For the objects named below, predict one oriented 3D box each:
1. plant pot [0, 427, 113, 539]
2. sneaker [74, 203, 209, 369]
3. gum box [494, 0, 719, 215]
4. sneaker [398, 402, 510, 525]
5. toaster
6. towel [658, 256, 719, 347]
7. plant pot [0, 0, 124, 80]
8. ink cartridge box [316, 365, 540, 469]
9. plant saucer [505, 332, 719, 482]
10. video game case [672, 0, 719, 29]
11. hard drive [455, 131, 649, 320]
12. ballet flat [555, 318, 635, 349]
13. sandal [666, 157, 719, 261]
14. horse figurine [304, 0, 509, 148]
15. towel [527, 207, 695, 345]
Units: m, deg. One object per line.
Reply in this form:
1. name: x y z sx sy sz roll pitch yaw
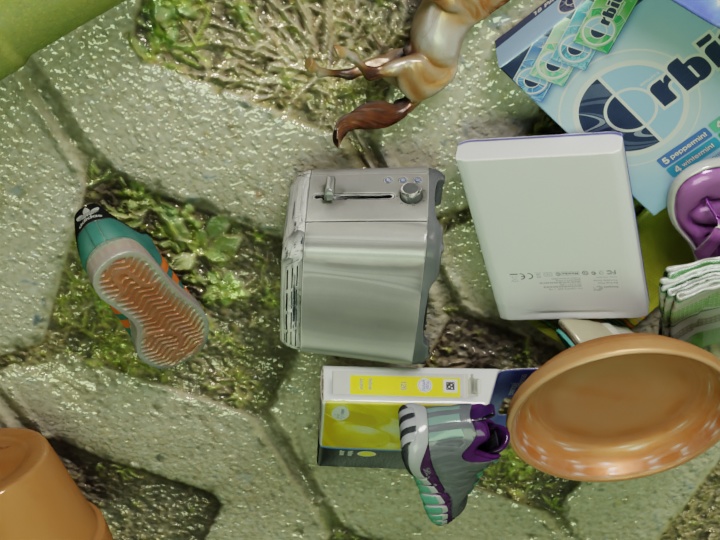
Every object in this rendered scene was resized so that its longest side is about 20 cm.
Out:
1. plant pot: -0.346 0.244 1.351 0.199 0.200 0.140 -10 114 8
2. sneaker: -0.189 0.012 1.229 0.071 0.080 0.200 -29 147 -4
3. gum box: 0.233 -0.156 1.097 0.170 0.045 0.200 -36 121 27
4. sneaker: 0.092 0.170 1.236 0.087 0.075 0.200 -10 154 9
5. toaster: 0.000 0.000 1.186 0.129 0.114 0.200 5 138 1
6. towel: 0.327 0.028 1.200 0.149 0.031 0.200 -13 158 7
7. plant pot: -0.210 -0.239 0.947 0.184 0.201 0.201 -21 129 1
8. ink cartridge box: 0.061 0.139 1.300 0.199 0.047 0.198 3 155 -1
9. plant saucer: 0.223 0.115 1.221 0.199 0.038 0.200 -2 140 -1
10. video game case: 0.297 -0.248 0.985 0.200 0.045 0.182 24 108 -20
11. hard drive: 0.163 -0.032 1.180 0.131 0.025 0.200 -2 138 18
12. ballet flat: 0.235 0.088 1.278 0.069 0.070 0.200 -20 138 16
13. sandal: 0.310 -0.023 1.174 0.082 0.050 0.203 -25 142 9
14. horse figurine: 0.043 -0.180 1.065 0.132 0.050 0.200 10 123 -32
15. towel: 0.242 0.004 1.251 0.086 0.018 0.200 28 124 -23
